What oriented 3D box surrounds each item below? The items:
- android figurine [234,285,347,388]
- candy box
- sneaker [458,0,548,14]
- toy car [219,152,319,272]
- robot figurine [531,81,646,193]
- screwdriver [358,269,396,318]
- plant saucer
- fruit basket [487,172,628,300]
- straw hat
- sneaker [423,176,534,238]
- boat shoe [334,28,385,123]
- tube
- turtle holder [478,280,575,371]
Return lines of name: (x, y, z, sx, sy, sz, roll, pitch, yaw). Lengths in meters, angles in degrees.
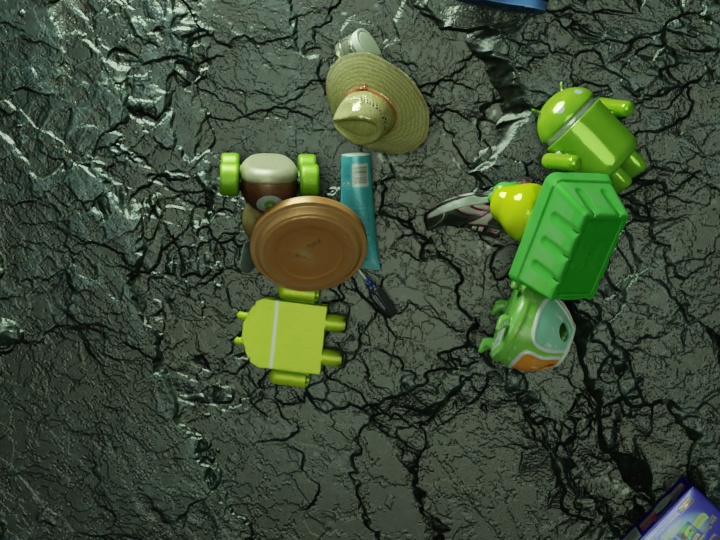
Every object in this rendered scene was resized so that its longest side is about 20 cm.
android figurine: (-0.124, 0.114, 1.796, 0.197, 0.041, 0.185, 5, 96, 4)
candy box: (0.576, 0.487, 1.749, 0.200, 0.077, 0.169, 43, 97, 1)
sneaker: (0.220, -0.483, 1.697, 0.197, 0.070, 0.079, 11, 92, -2)
toy car: (-0.156, -0.091, 1.734, 0.162, 0.158, 0.203, 0, 108, -6)
robot figurine: (0.374, -0.216, 1.680, 0.200, 0.116, 0.175, 46, 71, 1)
screwdriver: (0.000, 0.000, 1.768, 0.029, 0.028, 0.201, -20, 108, 49)
plant saucer: (-0.086, -0.037, 1.703, 0.198, 0.033, 0.202, -3, 133, -3)
fruit basket: (0.306, -0.074, 1.639, 0.154, 0.215, 0.219, -1, 97, -28)
straw hat: (0.007, -0.252, 1.671, 0.199, 0.085, 0.203, 22, 138, 21)
sneaker: (0.207, -0.092, 1.727, 0.198, 0.080, 0.087, -15, 95, 7)
boat shoe: (0.025, -0.307, 1.730, 0.060, 0.072, 0.203, -21, 104, 33)
tube: (-0.006, -0.101, 1.764, 0.076, 0.050, 0.203, 2, 102, 15)
turtle holder: (0.291, 0.086, 1.719, 0.131, 0.186, 0.142, 24, 130, 0)
